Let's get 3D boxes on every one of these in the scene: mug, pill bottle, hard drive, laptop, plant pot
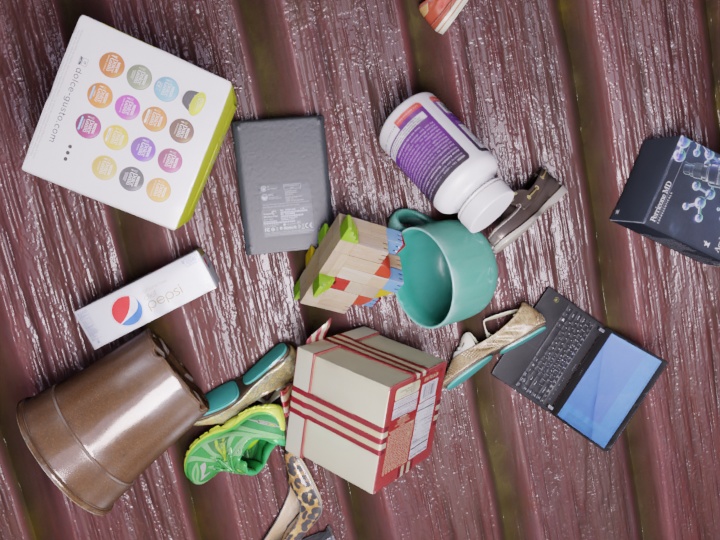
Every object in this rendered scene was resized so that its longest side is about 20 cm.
[{"bbox_3d":[0.130,-0.015,1.000,0.114,0.152,0.187,-13,91,-32],"label":"mug"},{"bbox_3d":[0.128,-0.155,0.965,0.111,0.111,0.200,-38,71,-2],"label":"pill bottle"},{"bbox_3d":[-0.116,-0.131,1.010,0.138,0.033,0.202,-6,98,-8],"label":"hard drive"},{"bbox_3d":[0.352,0.158,1.078,0.199,0.103,0.178,34,90,-11],"label":"laptop"},{"bbox_3d":[-0.338,0.201,0.942,0.198,0.200,0.201,-38,100,-10],"label":"plant pot"}]

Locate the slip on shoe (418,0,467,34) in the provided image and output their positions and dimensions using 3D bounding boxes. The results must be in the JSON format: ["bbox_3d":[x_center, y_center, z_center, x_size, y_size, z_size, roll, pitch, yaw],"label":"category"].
[{"bbox_3d":[0.158,-0.457,0.996,0.061,0.074,0.201,34,95,-8],"label":"slip on shoe"}]

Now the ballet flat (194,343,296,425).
[{"bbox_3d":[-0.174,0.193,1.026,0.199,0.071,0.071,-35,100,-3],"label":"ballet flat"}]

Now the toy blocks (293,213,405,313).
[{"bbox_3d":[0.000,0.000,0.979,0.136,0.100,0.200,14,136,-21],"label":"toy blocks"}]

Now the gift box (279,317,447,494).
[{"bbox_3d":[0.006,0.176,0.968,0.186,0.184,0.202,16,101,33],"label":"gift box"}]

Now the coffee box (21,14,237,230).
[{"bbox_3d":[-0.293,-0.187,0.892,0.197,0.200,0.201,22,93,-11],"label":"coffee box"}]

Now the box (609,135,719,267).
[{"bbox_3d":[0.541,-0.109,1.073,0.199,0.107,0.149,22,94,-10],"label":"box"}]

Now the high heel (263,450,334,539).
[{"bbox_3d":[-0.130,0.387,1.045,0.142,0.071,0.201,-20,108,-12],"label":"high heel"}]

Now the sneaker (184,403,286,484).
[{"bbox_3d":[-0.192,0.275,0.994,0.200,0.084,0.074,-37,144,21],"label":"sneaker"}]

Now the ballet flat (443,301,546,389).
[{"bbox_3d":[0.206,0.118,1.079,0.199,0.071,0.066,-31,71,-4],"label":"ballet flat"}]

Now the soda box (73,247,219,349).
[{"bbox_3d":[-0.313,0.038,0.982,0.199,0.068,0.064,-27,100,-4],"label":"soda box"}]

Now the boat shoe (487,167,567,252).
[{"bbox_3d":[0.248,-0.096,1.017,0.060,0.072,0.200,49,54,4],"label":"boat shoe"}]
